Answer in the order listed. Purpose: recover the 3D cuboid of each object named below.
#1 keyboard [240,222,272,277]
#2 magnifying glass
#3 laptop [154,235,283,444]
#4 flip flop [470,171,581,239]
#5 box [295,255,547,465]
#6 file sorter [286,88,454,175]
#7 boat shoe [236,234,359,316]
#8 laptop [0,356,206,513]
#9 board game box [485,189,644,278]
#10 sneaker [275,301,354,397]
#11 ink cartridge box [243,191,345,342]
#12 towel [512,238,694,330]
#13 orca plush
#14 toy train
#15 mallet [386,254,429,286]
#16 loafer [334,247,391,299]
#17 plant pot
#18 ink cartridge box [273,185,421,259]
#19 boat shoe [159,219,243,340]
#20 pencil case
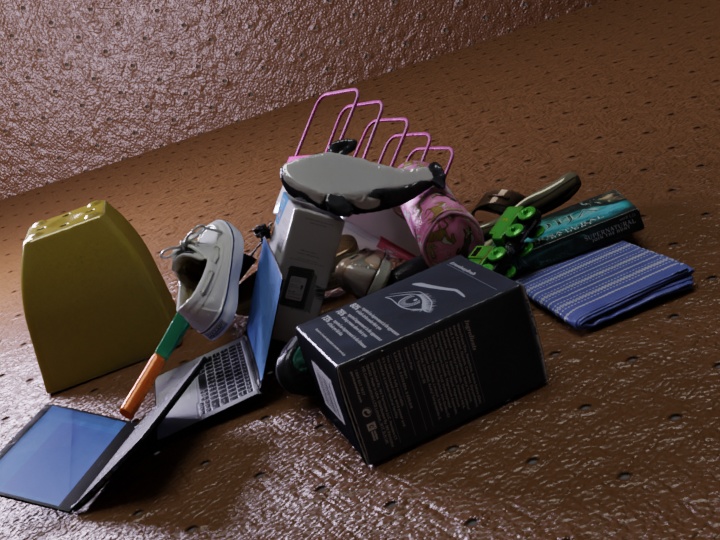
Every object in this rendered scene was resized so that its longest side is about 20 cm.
[{"bbox_3d":[-0.155,-0.012,1.393,0.128,0.021,0.200,-52,2,-3],"label":"keyboard"},{"bbox_3d":[-0.232,0.090,1.290,0.201,0.022,0.080,-60,2,-29],"label":"magnifying glass"},{"bbox_3d":[-0.167,0.074,1.227,0.198,0.117,0.187,-24,19,-4],"label":"laptop"},{"bbox_3d":[0.194,-0.085,1.399,0.198,0.058,0.081,-29,-10,1],"label":"flip flop"},{"bbox_3d":[0.056,0.080,1.032,0.197,0.106,0.148,-22,17,-13],"label":"box"},{"bbox_3d":[0.020,-0.172,1.599,0.138,0.198,0.127,7,72,59],"label":"file sorter"},{"bbox_3d":[-0.086,0.021,1.439,0.197,0.063,0.074,-22,30,11],"label":"boat shoe"},{"bbox_3d":[-0.283,0.159,1.124,0.200,0.103,0.178,-44,7,25],"label":"laptop"},{"bbox_3d":[0.235,-0.041,1.303,0.197,0.029,0.135,-21,13,6],"label":"board game box"},{"bbox_3d":[-0.054,0.097,1.174,0.087,0.075,0.199,-20,3,29],"label":"sneaker"},{"bbox_3d":[-0.085,0.016,1.320,0.066,0.203,0.116,13,11,-15],"label":"ink cartridge box"},{"bbox_3d":[0.261,0.012,1.177,0.143,0.024,0.200,-23,16,-7],"label":"towel"},{"bbox_3d":[0.001,-0.102,1.300,0.197,0.106,0.071,-13,-27,-13],"label":"orca plush"},{"bbox_3d":[0.144,-0.002,1.213,0.056,0.042,0.201,3,45,47],"label":"toy train"},{"bbox_3d":[0.099,0.024,1.275,0.065,0.042,0.199,-24,22,-22],"label":"mallet"},{"bbox_3d":[0.000,0.000,1.307,0.062,0.073,0.200,25,1,-3],"label":"loafer"},{"bbox_3d":[-0.376,0.019,1.492,0.193,0.203,0.194,-19,17,-7],"label":"plant pot"},{"bbox_3d":[-0.010,-0.084,1.509,0.199,0.145,0.084,8,74,56],"label":"ink cartridge box"},{"bbox_3d":[-0.191,-0.008,1.244,0.074,0.086,0.203,-39,30,24],"label":"boat shoe"},{"bbox_3d":[0.091,-0.068,1.330,0.083,0.086,0.200,-57,22,14],"label":"pencil case"}]
